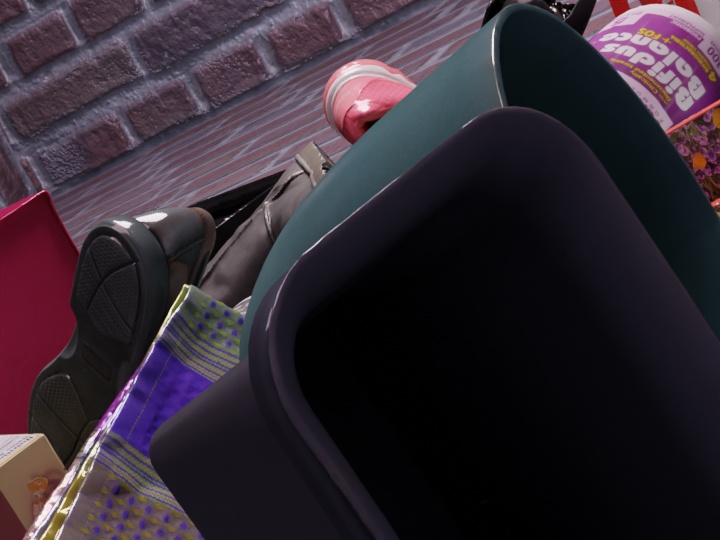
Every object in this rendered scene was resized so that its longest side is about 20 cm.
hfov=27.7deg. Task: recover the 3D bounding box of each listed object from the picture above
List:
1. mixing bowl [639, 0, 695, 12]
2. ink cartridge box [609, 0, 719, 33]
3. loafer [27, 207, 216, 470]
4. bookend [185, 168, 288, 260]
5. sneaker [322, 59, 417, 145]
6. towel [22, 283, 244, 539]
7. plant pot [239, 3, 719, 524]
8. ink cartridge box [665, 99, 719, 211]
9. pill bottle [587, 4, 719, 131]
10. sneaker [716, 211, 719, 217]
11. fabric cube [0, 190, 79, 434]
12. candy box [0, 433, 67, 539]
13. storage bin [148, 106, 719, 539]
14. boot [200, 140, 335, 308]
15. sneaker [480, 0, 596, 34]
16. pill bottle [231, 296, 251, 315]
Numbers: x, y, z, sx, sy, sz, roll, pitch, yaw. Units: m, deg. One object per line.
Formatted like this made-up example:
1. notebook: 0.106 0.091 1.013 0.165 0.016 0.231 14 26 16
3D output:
1. mixing bowl: 0.283 -0.207 1.053 0.197 0.110 0.200 -5 -1 0
2. ink cartridge box: 0.236 -0.169 0.962 0.050 0.163 0.199 -32 12 -37
3. loafer: -0.120 0.049 0.758 0.063 0.072 0.201 -24 -30 -43
4. bookend: -0.142 0.011 1.261 0.198 0.093 0.199 -39 15 -35
5. sneaker: 0.067 -0.077 1.012 0.087 0.198 0.075 -105 35 -66
6. towel: -0.045 0.090 0.611 0.023 0.142 0.201 -64 0 37
7. plant pot: 0.049 0.026 0.570 0.160 0.202 0.201 -32 10 26
8. ink cartridge box: 0.198 -0.066 0.793 0.199 0.051 0.109 -26 -3 -41
9. pill bottle: 0.154 -0.081 0.912 0.112 0.113 0.200 -17 18 44
10. sneaker: 0.101 0.022 0.710 0.197 0.076 0.089 -6 37 25
11. fabric cube: -0.292 0.083 1.071 0.195 0.202 0.198 -35 13 -30
12. candy box: -0.199 0.151 0.792 0.055 0.116 0.199 -38 15 -32
13. storage bin: 0.027 0.085 0.413 0.145 0.201 0.134 -38 5 -35
14. boot: -0.075 0.016 0.957 0.200 0.073 0.182 -43 15 3
15. sneaker: 0.089 -0.132 0.936 0.060 0.105 0.199 27 32 25
16. pill bottle: -0.047 0.080 0.735 0.113 0.115 0.200 -20 16 36
